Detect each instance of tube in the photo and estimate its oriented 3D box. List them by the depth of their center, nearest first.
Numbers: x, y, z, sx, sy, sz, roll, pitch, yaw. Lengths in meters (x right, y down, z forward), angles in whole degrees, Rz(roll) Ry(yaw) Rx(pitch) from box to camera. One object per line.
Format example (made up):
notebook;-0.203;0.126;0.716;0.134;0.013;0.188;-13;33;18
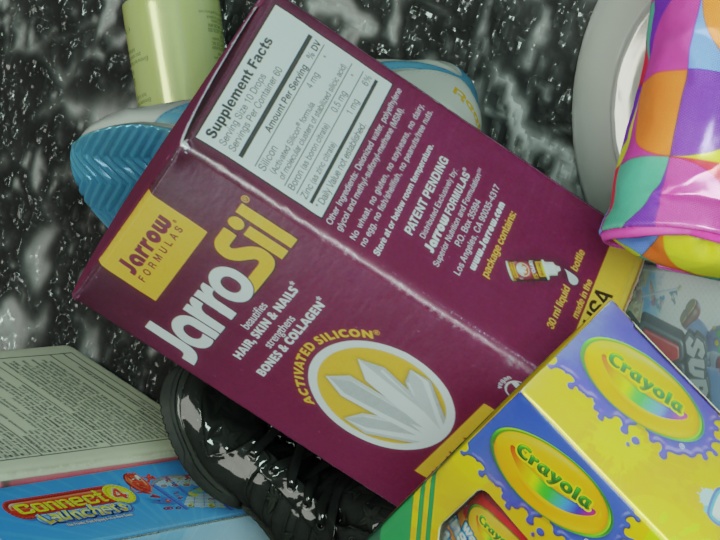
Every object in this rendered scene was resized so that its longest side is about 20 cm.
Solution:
tube;-0.084;-0.041;1.188;0.052;0.058;0.201;-11;86;39

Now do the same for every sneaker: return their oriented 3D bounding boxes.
sneaker;-0.003;0.114;1.097;0.104;0.060;0.200;-21;108;48
sneaker;-0.039;-0.056;1.103;0.199;0.081;0.077;-3;121;16

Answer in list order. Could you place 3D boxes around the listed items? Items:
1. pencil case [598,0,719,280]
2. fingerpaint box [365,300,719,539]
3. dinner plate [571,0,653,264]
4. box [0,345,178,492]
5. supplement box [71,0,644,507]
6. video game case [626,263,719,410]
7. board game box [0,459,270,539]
pencil case;0.152;-0.094;0.934;0.088;0.088;0.201;5;75;39
fingerpaint box;0.109;0.139;0.915;0.200;0.073;0.167;46;138;4
dinner plate;0.168;-0.066;1.002;0.199;0.024;0.201;4;96;38
box;-0.194;0.117;1.198;0.128;0.199;0.109;30;111;34
supplement box;0.000;0.000;1.001;0.199;0.103;0.131;33;140;-7
video game case;0.137;0.071;1.000;0.200;0.018;0.144;8;98;58
board game box;-0.141;0.198;1.163;0.056;0.195;0.201;33;112;33
